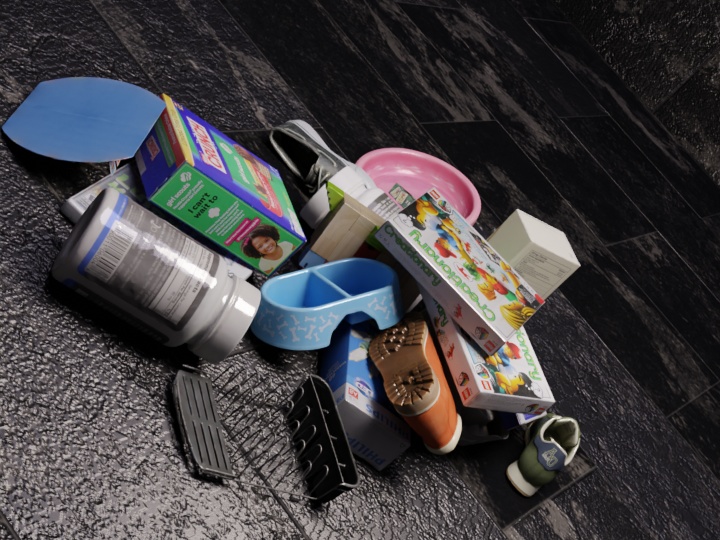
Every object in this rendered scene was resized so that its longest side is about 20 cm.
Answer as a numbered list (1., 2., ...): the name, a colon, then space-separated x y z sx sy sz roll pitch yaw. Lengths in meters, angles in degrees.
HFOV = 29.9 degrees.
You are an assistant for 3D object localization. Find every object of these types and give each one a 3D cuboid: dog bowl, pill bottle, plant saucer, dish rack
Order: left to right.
1. pill bottle: -0.213 0.010 1.425 0.200 0.114 0.114 34 28 -18
2. dish rack: -0.104 0.166 1.425 0.200 0.055 0.153 21 34 -38
3. dog bowl: -0.037 0.036 1.609 0.200 0.050 0.111 -16 33 -32
4. pill bottle: 0.021 -0.039 1.828 0.200 0.114 0.114 46 27 3
5. plant saucer: 0.079 -0.106 2.017 0.200 0.051 0.201 11 38 -9
6. dog bowl: 0.121 0.132 1.718 0.200 0.059 0.200 57 17 -28

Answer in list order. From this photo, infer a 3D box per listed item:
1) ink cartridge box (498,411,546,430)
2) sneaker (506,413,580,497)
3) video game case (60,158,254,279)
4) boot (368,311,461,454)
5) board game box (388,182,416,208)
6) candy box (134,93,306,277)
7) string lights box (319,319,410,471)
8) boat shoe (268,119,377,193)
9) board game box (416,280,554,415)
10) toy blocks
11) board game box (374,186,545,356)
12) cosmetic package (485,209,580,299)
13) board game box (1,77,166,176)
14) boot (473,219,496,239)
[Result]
1. ink cartridge box: 0.197 0.156 1.758 0.095 0.037 0.200 69 13 8
2. sneaker: 0.264 0.229 1.807 0.067 0.090 0.200 46 27 3
3. video game case: -0.231 -0.036 1.572 0.200 0.023 0.182 43 26 -1
4. boot: 0.068 0.132 1.587 0.107 0.075 0.200 56 13 -30
5. board game box: 0.120 -0.037 1.831 0.200 0.023 0.105 50 6 40
6. candy box: -0.176 -0.105 1.647 0.200 0.077 0.169 32 20 -35
7. string lights box: 0.006 0.135 1.616 0.103 0.059 0.200 37 27 -20
8. boat shoe: -0.057 -0.136 1.925 0.200 0.072 0.071 42 34 18
9. board game box: 0.148 0.079 1.633 0.126 0.035 0.200 11 46 -39
10. toy blocks: 0.000 0.000 1.727 0.200 0.137 0.100 34 15 -14
11. board game box: 0.120 -0.001 1.615 0.200 0.035 0.126 46 36 4
12. cosmetic package: 0.198 0.019 1.895 0.103 0.200 0.073 25 31 -35
13. board game box: -0.323 -0.164 1.581 0.158 0.039 0.200 11 34 4
14. boot: 0.203 -0.016 2.089 0.168 0.076 0.200 34 22 -12
